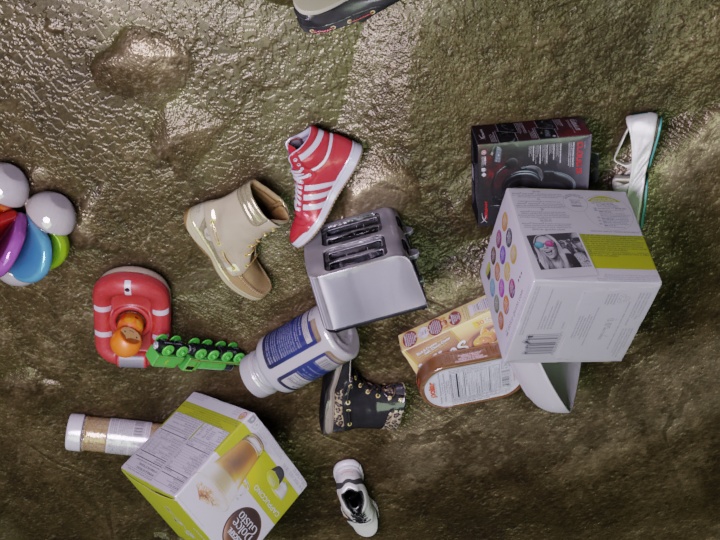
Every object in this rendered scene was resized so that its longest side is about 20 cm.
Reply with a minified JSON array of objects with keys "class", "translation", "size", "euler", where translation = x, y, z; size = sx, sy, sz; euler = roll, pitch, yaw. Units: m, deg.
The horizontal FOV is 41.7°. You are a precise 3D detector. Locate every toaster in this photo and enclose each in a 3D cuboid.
[{"class":"toaster","translation":[0.000,0.000,1.535],"size":[0.199,0.181,0.119],"euler":[-15,119,4]}]

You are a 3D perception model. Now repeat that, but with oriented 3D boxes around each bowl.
[{"class":"bowl","translation":[0.310,0.129,1.637],"size":[0.074,0.200,0.200],"euler":[-13,123,29]}]

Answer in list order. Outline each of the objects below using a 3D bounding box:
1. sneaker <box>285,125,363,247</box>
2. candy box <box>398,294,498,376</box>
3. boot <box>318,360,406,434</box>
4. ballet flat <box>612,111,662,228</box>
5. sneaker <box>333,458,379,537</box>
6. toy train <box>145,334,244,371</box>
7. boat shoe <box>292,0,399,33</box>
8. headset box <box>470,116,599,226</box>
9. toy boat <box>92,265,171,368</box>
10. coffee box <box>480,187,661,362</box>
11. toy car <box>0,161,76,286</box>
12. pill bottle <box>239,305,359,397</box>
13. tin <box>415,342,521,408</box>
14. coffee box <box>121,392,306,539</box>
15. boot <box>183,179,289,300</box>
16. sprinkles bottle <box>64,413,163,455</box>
[{"class":"sneaker","translation":[-0.091,-0.138,1.504],"size":[0.112,0.071,0.200],"euler":[24,110,-22]},{"class":"candy box","translation":[0.183,0.129,1.699],"size":[0.200,0.055,0.116],"euler":[-25,122,11]},{"class":"boot","translation":[0.008,0.214,1.731],"size":[0.150,0.073,0.201],"euler":[4,112,-14]},{"class":"ballet flat","translation":[0.444,-0.164,1.539],"size":[0.069,0.069,0.200],"euler":[-1,118,-4]},{"class":"sneaker","translation":[-0.010,0.472,1.887],"size":[0.074,0.080,0.200],"euler":[-17,123,4]},{"class":"toy train","translation":[-0.283,0.148,1.636],"size":[0.200,0.042,0.056],"euler":[13,119,-49]},{"class":"boat shoe","translation":[0.001,-0.398,1.357],"size":[0.201,0.074,0.063],"euler":[-19,158,-4]},{"class":"headset box","translation":[0.281,-0.159,1.515],"size":[0.199,0.077,0.149],"euler":[-4,122,0]},{"class":"toy boat","translation":[-0.388,0.095,1.591],"size":[0.130,0.131,0.200],"euler":[3,122,-6]},{"class":"coffee box","translation":[0.318,0.008,1.475],"size":[0.199,0.198,0.200],"euler":[0,139,-9]},{"class":"toy car","translation":[-0.555,-0.054,1.475],"size":[0.200,0.150,0.175],"euler":[34,114,-22]},{"class":"pill bottle","translation":[-0.110,0.143,1.641],"size":[0.200,0.111,0.111],"euler":[-30,120,24]},{"class":"tin","translation":[0.200,0.188,1.686],"size":[0.199,0.042,0.112],"euler":[-11,124,-1]},{"class":"coffee box","translation":[-0.259,0.368,1.677],"size":[0.198,0.200,0.200],"euler":[-47,122,-27]},{"class":"boot","translation":[-0.171,-0.047,1.534],"size":[0.155,0.073,0.200],"euler":[-22,116,30]},{"class":"sprinkles bottle","translation":[-0.443,0.310,1.758],"size":[0.199,0.068,0.068],"euler":[8,121,-9]}]
